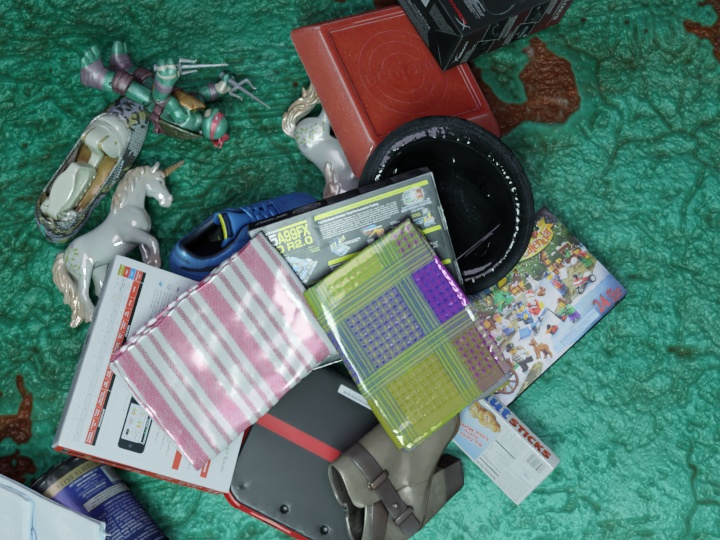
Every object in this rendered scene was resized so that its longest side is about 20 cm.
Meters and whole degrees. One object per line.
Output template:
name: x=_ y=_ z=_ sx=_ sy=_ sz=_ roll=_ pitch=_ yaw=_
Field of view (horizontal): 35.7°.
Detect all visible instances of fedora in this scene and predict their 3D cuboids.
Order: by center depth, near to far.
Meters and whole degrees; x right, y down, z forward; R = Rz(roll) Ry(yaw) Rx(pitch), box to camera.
fedora: x=0.090 y=-0.074 z=1.220 sx=0.198 sy=0.092 sz=0.203 roll=-1 pitch=103 yaw=-5

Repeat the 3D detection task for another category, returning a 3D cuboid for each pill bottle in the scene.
pill bottle: x=-0.261 y=0.296 z=1.172 sx=0.112 sy=0.112 sz=0.200 roll=-41 pitch=77 yaw=-7

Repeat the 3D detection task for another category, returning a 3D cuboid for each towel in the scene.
towel: x=-0.129 y=0.080 z=1.101 sx=0.200 sy=0.030 sz=0.147 roll=-40 pitch=103 yaw=-10
towel: x=0.048 y=0.068 z=1.125 sx=0.143 sy=0.023 sz=0.201 roll=-34 pitch=97 yaw=-5

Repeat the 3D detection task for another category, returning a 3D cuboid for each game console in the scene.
game console: x=-0.033 y=0.204 z=1.202 sx=0.199 sy=0.031 sz=0.178 roll=29 pitch=74 yaw=-9

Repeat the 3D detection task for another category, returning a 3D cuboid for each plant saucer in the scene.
plant saucer: x=0.046 y=-0.222 z=1.282 sx=0.198 sy=0.037 sz=0.202 roll=-18 pitch=73 yaw=-23

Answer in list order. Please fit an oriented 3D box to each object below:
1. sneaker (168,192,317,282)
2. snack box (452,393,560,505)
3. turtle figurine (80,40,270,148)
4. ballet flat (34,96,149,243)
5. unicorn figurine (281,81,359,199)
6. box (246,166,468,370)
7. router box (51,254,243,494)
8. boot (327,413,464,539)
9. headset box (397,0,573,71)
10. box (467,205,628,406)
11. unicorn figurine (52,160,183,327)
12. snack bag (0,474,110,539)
sneaker: x=-0.122 y=-0.043 z=1.239 sx=0.199 sy=0.079 sz=0.066 roll=-28 pitch=66 yaw=-27
snack box: x=0.120 y=0.158 z=1.208 sx=0.200 sy=0.072 sz=0.024 roll=44 pitch=39 yaw=12
turtle figurine: x=-0.213 y=-0.203 z=1.281 sx=0.198 sy=0.150 sz=0.102 roll=22 pitch=94 yaw=11
ballet flat: x=-0.311 y=-0.124 z=1.298 sx=0.072 sy=0.072 sz=0.201 roll=29 pitch=79 yaw=9
unicorn figurine: x=-0.018 y=-0.127 z=1.289 sx=0.137 sy=0.074 sz=0.200 roll=-41 pitch=62 yaw=-6
box: x=0.000 y=0.000 z=1.157 sx=0.198 sy=0.044 sz=0.162 roll=-18 pitch=103 yaw=-2
router box: x=-0.198 y=0.109 z=1.144 sx=0.178 sy=0.049 sz=0.202 roll=20 pitch=71 yaw=-17
boot: x=0.032 y=0.181 z=1.161 sx=0.145 sy=0.070 sz=0.202 roll=-18 pitch=95 yaw=-30
headset box: x=0.146 y=-0.340 z=1.299 sx=0.199 sy=0.077 sz=0.150 roll=-26 pitch=76 yaw=-25
box: x=0.178 y=0.045 z=1.246 sx=0.200 sy=0.038 sz=0.137 roll=-42 pitch=78 yaw=-7
unicorn figurine: x=-0.267 y=-0.032 z=1.263 sx=0.199 sy=0.074 sz=0.138 roll=-29 pitch=75 yaw=-2
snack bag: x=-0.338 y=0.311 z=1.144 sx=0.198 sy=0.021 sz=0.191 roll=16 pitch=110 yaw=27
